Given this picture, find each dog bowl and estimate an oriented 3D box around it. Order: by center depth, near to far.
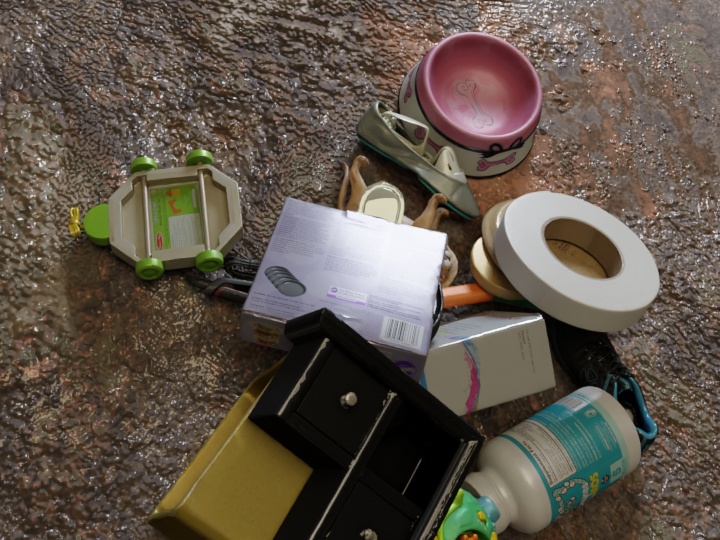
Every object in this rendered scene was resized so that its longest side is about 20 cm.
[{"bbox_3d":[0.154,-0.229,1.250,0.198,0.074,0.202,5,66,-11],"label":"dog bowl"}]

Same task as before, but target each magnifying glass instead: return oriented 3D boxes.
[{"bbox_3d":[0.174,0.024,1.145,0.198,0.023,0.080,-5,43,-32],"label":"magnifying glass"}]

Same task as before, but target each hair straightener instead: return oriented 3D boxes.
[{"bbox_3d":[-0.113,0.015,1.112,0.198,0.041,0.078,13,61,-2],"label":"hair straightener"}]

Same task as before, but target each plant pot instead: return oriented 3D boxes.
[{"bbox_3d":[-0.070,0.232,0.950,0.200,0.195,0.195,40,64,-6],"label":"plant pot"}]

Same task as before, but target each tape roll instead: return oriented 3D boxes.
[{"bbox_3d":[0.254,-0.015,1.103,0.200,0.037,0.204,13,42,-12],"label":"tape roll"}]

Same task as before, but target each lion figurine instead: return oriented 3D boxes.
[{"bbox_3d":[0.037,-0.052,1.161,0.198,0.073,0.123,24,72,14],"label":"lion figurine"}]

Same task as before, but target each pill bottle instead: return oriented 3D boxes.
[{"bbox_3d":[0.209,0.220,1.054,0.198,0.111,0.112,-25,75,-20],"label":"pill bottle"}]

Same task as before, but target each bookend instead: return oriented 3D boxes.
[{"bbox_3d":[-0.024,0.175,0.830,0.200,0.092,0.200,40,65,-14],"label":"bookend"}]

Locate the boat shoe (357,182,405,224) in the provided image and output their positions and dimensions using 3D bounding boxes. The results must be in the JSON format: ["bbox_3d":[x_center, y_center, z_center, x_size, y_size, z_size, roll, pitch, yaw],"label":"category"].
[{"bbox_3d":[0.003,0.001,1.084,0.071,0.060,0.204,18,78,2],"label":"boat shoe"}]

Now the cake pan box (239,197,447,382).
[{"bbox_3d":[-0.008,0.015,0.979,0.198,0.053,0.185,12,46,1],"label":"cake pan box"}]

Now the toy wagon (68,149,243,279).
[{"bbox_3d":[-0.239,-0.062,1.098,0.197,0.040,0.157,-8,60,-5],"label":"toy wagon"}]

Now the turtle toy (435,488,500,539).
[{"bbox_3d":[0.092,0.309,0.964,0.100,0.202,0.146,13,26,13],"label":"turtle toy"}]

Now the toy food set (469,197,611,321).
[{"bbox_3d":[0.238,-0.015,1.161,0.196,0.049,0.201,25,40,2],"label":"toy food set"}]

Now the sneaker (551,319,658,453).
[{"bbox_3d":[0.300,0.125,1.130,0.073,0.082,0.202,-19,72,-17],"label":"sneaker"}]

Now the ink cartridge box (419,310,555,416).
[{"bbox_3d":[0.096,0.109,1.046,0.198,0.144,0.086,-15,95,-17],"label":"ink cartridge box"}]

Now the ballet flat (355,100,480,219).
[{"bbox_3d":[0.083,-0.145,1.196,0.199,0.067,0.064,37,109,6],"label":"ballet flat"}]
